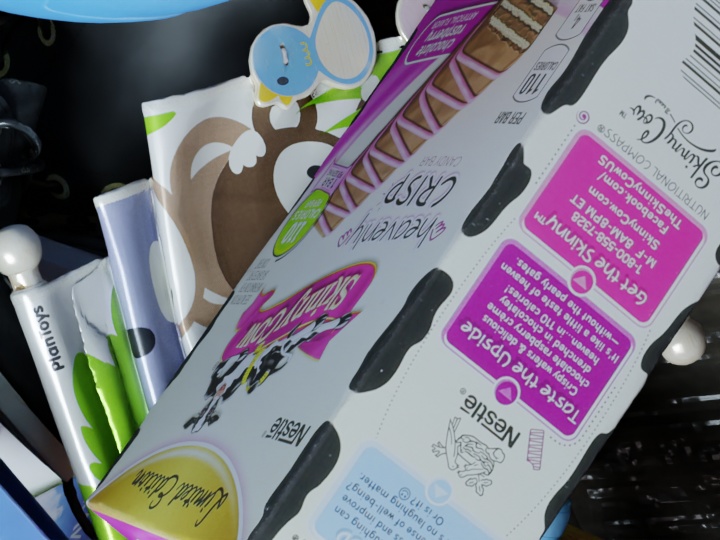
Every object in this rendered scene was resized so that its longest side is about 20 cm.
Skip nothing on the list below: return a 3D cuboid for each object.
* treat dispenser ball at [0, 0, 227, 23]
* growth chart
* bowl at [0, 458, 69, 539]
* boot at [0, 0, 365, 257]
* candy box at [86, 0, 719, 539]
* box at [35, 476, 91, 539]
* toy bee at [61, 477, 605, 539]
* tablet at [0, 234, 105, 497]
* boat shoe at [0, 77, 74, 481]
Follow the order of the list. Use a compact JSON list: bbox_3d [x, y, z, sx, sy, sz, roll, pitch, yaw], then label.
[{"bbox_3d":[-0.060,-0.157,0.666,0.199,0.201,0.202,13,132,15],"label":"treat dispenser ball"},{"bbox_3d":[0.000,0.000,0.781,0.146,0.199,0.018,66,163,-10],"label":"growth chart"},{"bbox_3d":[-0.137,0.040,0.810,0.201,0.039,0.201,48,174,7],"label":"bowl"},{"bbox_3d":[-0.088,-0.076,0.840,0.202,0.074,0.154,17,131,5],"label":"boot"},{"bbox_3d":[0.027,-0.003,0.710,0.061,0.201,0.136,37,169,-16],"label":"candy box"},{"bbox_3d":[-0.121,0.140,0.959,0.048,0.123,0.200,32,144,-24],"label":"box"},{"bbox_3d":[0.028,0.073,0.853,0.200,0.109,0.131,42,98,1],"label":"toy bee"},{"bbox_3d":[-0.080,0.045,0.922,0.129,0.014,0.200,19,154,-7],"label":"tablet"},{"bbox_3d":[-0.118,-0.039,0.793,0.200,0.066,0.075,54,169,5],"label":"boat shoe"}]
